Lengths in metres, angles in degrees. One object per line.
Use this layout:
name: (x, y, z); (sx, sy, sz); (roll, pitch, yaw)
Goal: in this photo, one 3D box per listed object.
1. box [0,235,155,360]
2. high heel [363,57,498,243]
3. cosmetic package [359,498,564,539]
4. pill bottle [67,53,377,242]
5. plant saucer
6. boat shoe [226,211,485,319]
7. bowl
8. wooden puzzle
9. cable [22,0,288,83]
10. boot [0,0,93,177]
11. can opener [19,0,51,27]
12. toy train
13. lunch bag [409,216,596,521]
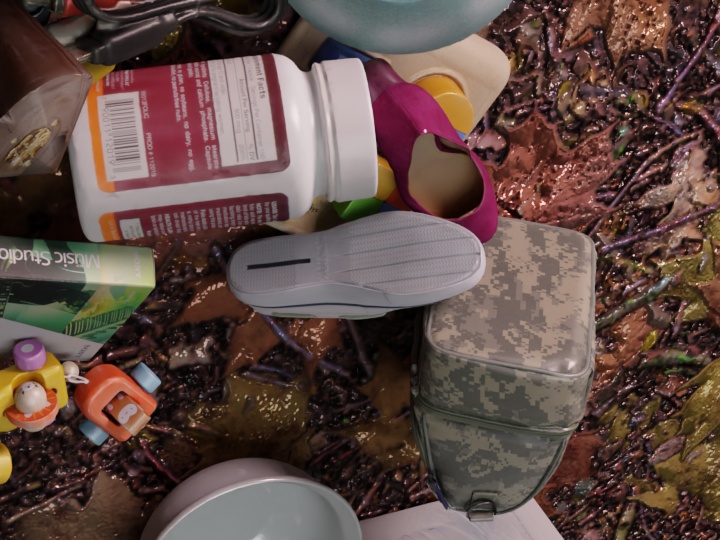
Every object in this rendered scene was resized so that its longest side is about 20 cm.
box: (-0.259, 0.020, 1.065); (0.199, 0.036, 0.144); (2, 155, -29)
high heel: (0.060, -0.063, 1.123); (0.067, 0.096, 0.200); (-38, 132, 7)
cosmetic package: (0.096, 0.313, 1.385); (0.199, 0.199, 0.123); (-12, 127, -20)
pill bottle: (-0.093, -0.086, 1.046); (0.199, 0.114, 0.115); (-7, 125, -5)
plant saucer: (0.027, -0.237, 1.031); (0.200, 0.039, 0.202); (0, 113, 0)
boat shoe: (0.000, 0.000, 1.178); (0.199, 0.074, 0.067); (0, 157, 15)
bowl: (-0.105, 0.228, 1.296); (0.200, 0.090, 0.202); (-13, 126, -18)
wooden puzzle: (0.002, -0.106, 1.154); (0.185, 0.046, 0.200); (22, 109, -36)
cable: (-0.132, -0.177, 0.999); (0.200, 0.050, 0.097); (-29, 136, -38)
boot: (-0.262, -0.104, 0.913); (0.186, 0.200, 0.064); (-41, 149, 7)
can opener: (-0.213, -0.160, 0.993); (0.078, 0.063, 0.200); (27, 112, -6)
toy train: (-0.234, 0.134, 1.127); (0.200, 0.056, 0.150); (-43, 140, -8)
lunch bag: (0.109, 0.078, 1.229); (0.139, 0.200, 0.168); (7, 128, 3)
